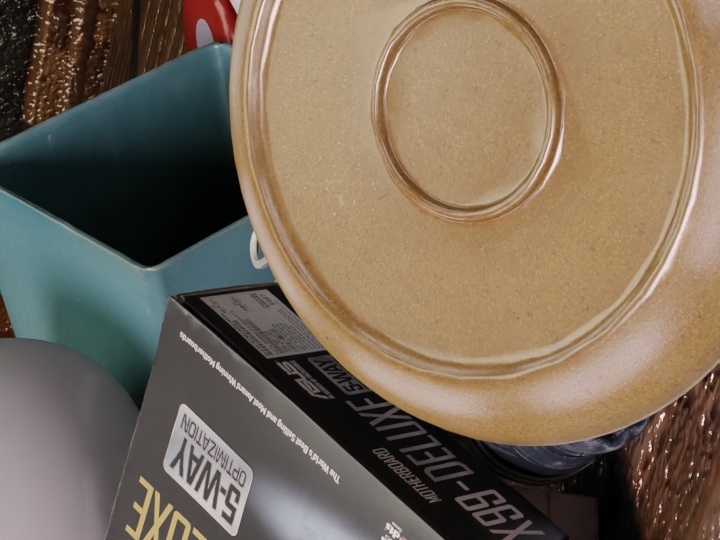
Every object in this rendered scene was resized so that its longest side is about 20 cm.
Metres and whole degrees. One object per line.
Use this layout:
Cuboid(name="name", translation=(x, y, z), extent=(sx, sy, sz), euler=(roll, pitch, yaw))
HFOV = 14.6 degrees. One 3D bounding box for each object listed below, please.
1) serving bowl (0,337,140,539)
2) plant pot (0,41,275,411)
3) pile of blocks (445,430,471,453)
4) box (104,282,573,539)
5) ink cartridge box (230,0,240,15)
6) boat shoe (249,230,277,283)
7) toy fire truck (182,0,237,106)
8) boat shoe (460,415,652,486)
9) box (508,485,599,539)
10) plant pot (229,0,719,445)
Cuboid(name="serving bowl", translation=(-0.099, 0.119, 1.087), extent=(0.200, 0.066, 0.201), euler=(-12, -90, -86))
Cuboid(name="plant pot", translation=(-0.060, 0.033, 1.210), extent=(0.141, 0.141, 0.201), euler=(27, 136, 44))
Cuboid(name="pile of blocks", translation=(0.017, 0.041, 1.128), extent=(0.082, 0.062, 0.201), euler=(125, 153, -68))
Cuboid(name="box", translation=(-0.006, 0.121, 0.913), extent=(0.200, 0.050, 0.158), euler=(40, 124, 37))
Cuboid(name="ink cartridge box", translation=(-0.066, -0.178, 1.026), extent=(0.198, 0.047, 0.200), euler=(-115, 0, -47))
Cuboid(name="boat shoe", translation=(0.001, -0.004, 0.997), extent=(0.202, 0.086, 0.075), euler=(70, -158, -62))
Cuboid(name="toy fire truck", translation=(0.008, -0.096, 1.237), extent=(0.200, 0.112, 0.168), euler=(112, 140, -54))
Cuboid(name="boat shoe", translation=(0.071, -0.034, 0.894), extent=(0.091, 0.071, 0.201), euler=(147, 125, -74))
Cuboid(name="box", translation=(0.038, 0.132, 0.992), extent=(0.200, 0.039, 0.042), euler=(116, 161, -59))
Cuboid(name="plant pot", translation=(0.035, -0.047, 0.812), extent=(0.027, 0.200, 0.201), euler=(-10, -63, -53))
